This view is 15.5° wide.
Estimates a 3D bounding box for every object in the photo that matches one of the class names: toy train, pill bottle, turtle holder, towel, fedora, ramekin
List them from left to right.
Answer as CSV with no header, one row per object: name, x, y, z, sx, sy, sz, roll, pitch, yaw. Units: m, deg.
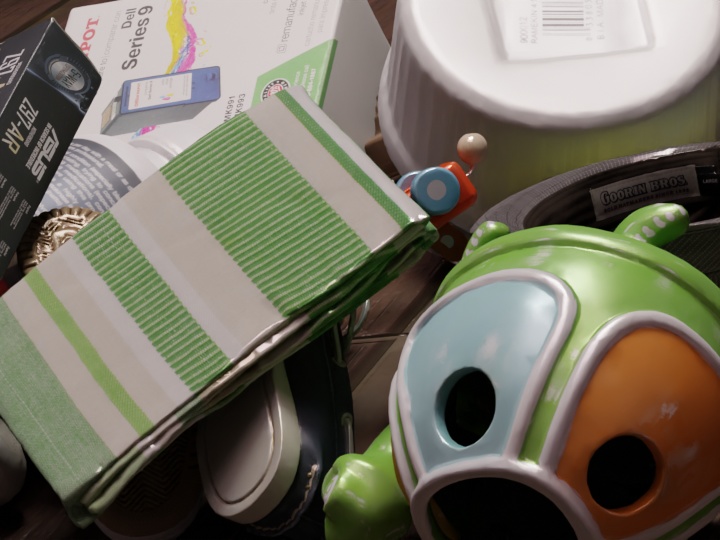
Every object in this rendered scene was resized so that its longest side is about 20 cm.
pill bottle,-0.160,-0.006,1.438,0.200,0.120,0.119,-28,23,-37
towel,-0.076,0.009,1.172,0.200,0.023,0.153,-39,42,-3
toy train,0.000,0.000,1.315,0.150,0.056,0.200,-37,4,-9
turtle holder,0.064,0.059,1.054,0.185,0.141,0.132,8,43,26
ramekin,0.109,-0.118,1.429,0.200,0.098,0.201,0,55,0
fedora,0.147,0.002,1.239,0.176,0.091,0.200,-4,13,21

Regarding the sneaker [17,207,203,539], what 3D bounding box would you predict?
sneaker,-0.117,0.076,1.252,0.071,0.113,0.200,-9,46,-13

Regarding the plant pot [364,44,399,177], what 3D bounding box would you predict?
plant pot,0.086,-0.131,1.595,0.200,0.093,0.201,-21,1,0

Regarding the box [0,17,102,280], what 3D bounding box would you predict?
box,-0.225,-0.023,1.290,0.160,0.044,0.200,-20,33,34

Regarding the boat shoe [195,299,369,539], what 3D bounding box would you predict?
boat shoe,-0.034,0.038,1.188,0.075,0.062,0.200,-40,38,25

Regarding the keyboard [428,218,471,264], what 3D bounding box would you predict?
keyboard,0.105,-0.073,1.465,0.056,0.011,0.200,24,58,19

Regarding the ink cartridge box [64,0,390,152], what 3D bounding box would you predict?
ink cartridge box,-0.094,-0.102,1.654,0.199,0.088,0.146,-8,47,22

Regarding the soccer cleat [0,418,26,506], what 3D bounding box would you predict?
soccer cleat,-0.217,0.076,1.322,0.077,0.070,0.200,-23,17,-36
